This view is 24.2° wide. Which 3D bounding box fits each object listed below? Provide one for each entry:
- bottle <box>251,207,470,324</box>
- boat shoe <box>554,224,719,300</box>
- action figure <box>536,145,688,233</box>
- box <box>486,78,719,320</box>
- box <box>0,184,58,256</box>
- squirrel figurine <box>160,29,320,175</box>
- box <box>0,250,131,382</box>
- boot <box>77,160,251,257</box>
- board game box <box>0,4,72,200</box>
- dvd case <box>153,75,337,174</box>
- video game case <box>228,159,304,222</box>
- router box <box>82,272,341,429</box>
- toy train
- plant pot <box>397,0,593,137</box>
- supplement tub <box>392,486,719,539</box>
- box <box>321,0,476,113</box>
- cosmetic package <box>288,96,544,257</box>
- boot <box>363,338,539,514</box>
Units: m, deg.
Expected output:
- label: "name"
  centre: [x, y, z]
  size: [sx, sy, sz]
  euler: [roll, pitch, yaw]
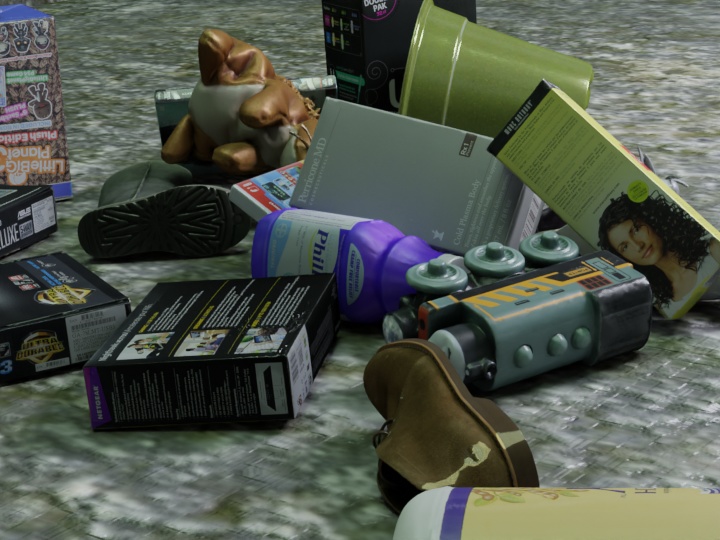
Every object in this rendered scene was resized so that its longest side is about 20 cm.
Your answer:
- label: "bottle"
  centre: [0.000, 0.000, 1.346]
  size: [0.199, 0.084, 0.065]
  euler: [11, 11, 40]
- label: "boat shoe"
  centre: [0.250, -0.005, 1.354]
  size: [0.198, 0.072, 0.070]
  euler: [-1, -11, 24]
- label: "action figure"
  centre: [0.187, -0.065, 1.471]
  size: [0.198, 0.131, 0.070]
  euler: [-6, 40, 11]
- label: "box"
  centre: [0.195, -0.056, 1.302]
  size: [0.200, 0.075, 0.050]
  euler: [44, 15, 17]
- label: "box"
  centre: [-0.414, -0.037, 1.639]
  size: [0.156, 0.050, 0.200]
  euler: [3, 18, 23]
- label: "squirrel figurine"
  centre: [-0.074, -0.139, 1.709]
  size: [0.185, 0.143, 0.200]
  euler: [27, 11, 16]
- label: "box"
  centre: [-0.303, 0.041, 1.349]
  size: [0.197, 0.050, 0.200]
  euler: [-10, 16, -23]
- label: "boot"
  centre: [-0.187, -0.064, 1.668]
  size: [0.180, 0.073, 0.200]
  euler: [-1, 10, 4]
- label: "board game box"
  centre: [-0.394, -0.186, 1.872]
  size: [0.096, 0.202, 0.159]
  euler: [-9, 17, -21]
- label: "dvd case"
  centre: [-0.125, -0.159, 1.867]
  size: [0.198, 0.146, 0.022]
  euler: [-6, 60, -5]
- label: "video game case"
  centre: [-0.005, -0.060, 1.551]
  size: [0.143, 0.018, 0.199]
  euler: [38, 37, 24]
- label: "router box"
  centre: [-0.103, 0.055, 1.237]
  size: [0.148, 0.052, 0.200]
  euler: [-3, 16, 10]
- label: "toy train"
  centre: [0.117, 0.032, 1.221]
  size: [0.198, 0.086, 0.114]
  euler: [-14, 28, -30]
- label: "plant pot"
  centre: [0.144, -0.171, 1.767]
  size: [0.188, 0.202, 0.200]
  euler: [11, 18, 6]
- label: "supplement tub"
  centre: [0.114, 0.158, 0.660]
  size: [0.198, 0.147, 0.146]
  euler: [-1, 16, 10]
- label: "box"
  centre: [0.047, -0.234, 1.926]
  size: [0.147, 0.202, 0.124]
  euler: [-10, 17, -22]
- label: "cosmetic package"
  centre: [0.051, -0.067, 1.421]
  size: [0.198, 0.108, 0.090]
  euler: [15, -10, 18]
- label: "boot"
  centre: [0.032, 0.098, 1.039]
  size: [0.075, 0.074, 0.200]
  euler: [-20, 22, -15]
